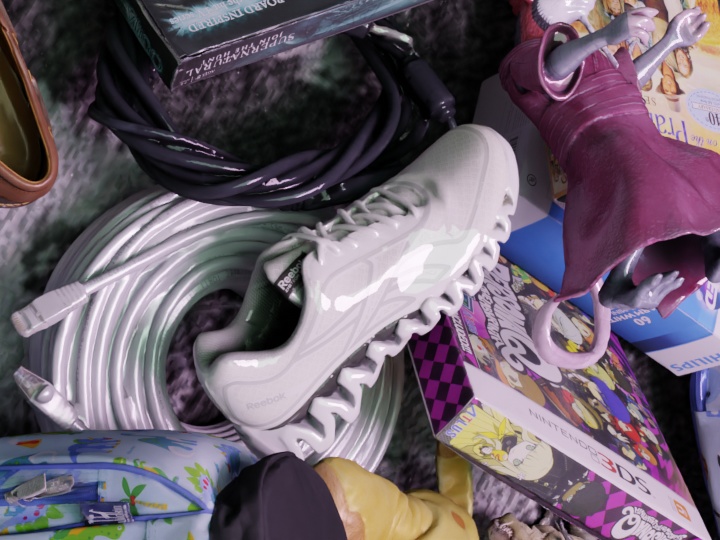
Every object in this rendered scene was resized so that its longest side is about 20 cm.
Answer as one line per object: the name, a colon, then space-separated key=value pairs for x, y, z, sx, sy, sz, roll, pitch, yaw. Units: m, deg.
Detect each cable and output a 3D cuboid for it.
cable: x=-0.074 y=0.050 z=0.856 sx=0.200 sy=0.069 sz=0.200 roll=-40 pitch=112 yaw=-23
cable: x=-0.048 y=-0.104 z=0.834 sx=0.199 sy=0.051 sz=0.164 roll=-13 pitch=72 yaw=-32

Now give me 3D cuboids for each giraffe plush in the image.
giraffe plush: x=0.040 y=0.198 z=0.853 sx=0.200 sy=0.162 sz=0.173 roll=-15 pitch=136 yaw=-45

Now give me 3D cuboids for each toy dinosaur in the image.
toy dinosaur: x=0.155 y=0.176 z=1.012 sx=0.200 sy=0.047 sz=0.088 roll=36 pitch=91 yaw=-28

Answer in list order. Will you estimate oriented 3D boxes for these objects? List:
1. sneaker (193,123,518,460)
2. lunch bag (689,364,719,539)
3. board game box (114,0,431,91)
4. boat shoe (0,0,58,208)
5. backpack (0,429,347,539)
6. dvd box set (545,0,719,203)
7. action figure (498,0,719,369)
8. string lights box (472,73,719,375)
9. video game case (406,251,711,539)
sneaker: x=0.000 y=0.000 z=0.793 sx=0.200 sy=0.075 sz=0.081 roll=-50 pitch=128 yaw=-9
lunch bag: x=0.288 y=0.120 z=1.055 sx=0.160 sy=0.075 sz=0.201 roll=-29 pitch=111 yaw=-47
board game box: x=-0.041 y=-0.179 z=0.837 sx=0.200 sy=0.028 sz=0.135 roll=-23 pitch=70 yaw=-26
boat shoe: x=-0.199 y=-0.120 z=0.768 sx=0.072 sy=0.068 sz=0.200 roll=-35 pitch=110 yaw=-23
backpack: x=-0.120 y=0.132 z=0.727 sx=0.199 sy=0.163 sz=0.154 roll=-20 pitch=88 yaw=11
dvd box set: x=0.158 y=-0.127 z=0.945 sx=0.146 sy=0.029 sz=0.201 roll=9 pitch=67 yaw=-36
action figure: x=0.124 y=-0.068 z=0.839 sx=0.149 sy=0.200 sz=0.134 roll=-44 pitch=153 yaw=24
string lights box: x=0.152 y=-0.030 z=0.966 sx=0.200 sy=0.059 sz=0.103 roll=33 pitch=56 yaw=-28
video game case: x=0.094 y=0.056 z=0.888 sx=0.181 sy=0.200 sz=0.036 roll=33 pitch=113 yaw=-28
